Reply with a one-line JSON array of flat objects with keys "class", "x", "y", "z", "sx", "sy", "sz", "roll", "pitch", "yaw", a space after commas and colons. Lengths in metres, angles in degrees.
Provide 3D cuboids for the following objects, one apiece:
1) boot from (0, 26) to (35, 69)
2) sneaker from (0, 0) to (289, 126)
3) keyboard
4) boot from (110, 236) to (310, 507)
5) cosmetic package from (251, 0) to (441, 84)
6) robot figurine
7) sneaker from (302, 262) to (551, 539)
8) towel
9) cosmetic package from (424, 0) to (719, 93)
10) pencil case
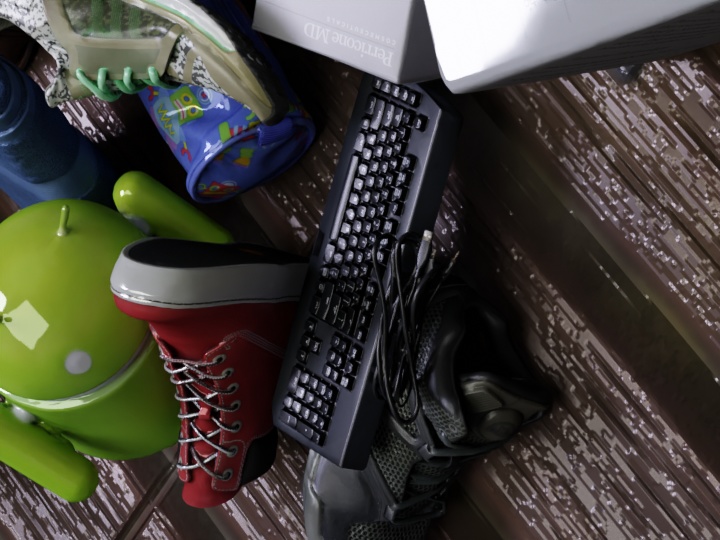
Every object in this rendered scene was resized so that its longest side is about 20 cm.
[{"class": "boot", "x": -0.266, "y": -0.149, "z": 1.530, "sx": 0.186, "sy": 0.200, "sz": 0.064, "roll": -29, "pitch": 77, "yaw": 41}, {"class": "sneaker", "x": -0.126, "y": -0.116, "z": 1.393, "sx": 0.200, "sy": 0.077, "sz": 0.089, "roll": 32, "pitch": 94, "yaw": 20}, {"class": "keyboard", "x": 0.000, "y": 0.000, "z": 1.349, "sx": 0.104, "sy": 0.040, "sz": 0.201, "roll": 25, "pitch": 105, "yaw": 45}, {"class": "boot", "x": -0.083, "y": 0.058, "z": 1.392, "sx": 0.072, "sy": 0.200, "sz": 0.145, "roll": 15, "pitch": 93, "yaw": 20}, {"class": "cosmetic package", "x": 0.020, "y": -0.205, "z": 1.338, "sx": 0.107, "sy": 0.090, "sz": 0.201, "roll": 21, "pitch": 109, "yaw": 34}, {"class": "robot figurine", "x": -0.148, "y": 0.034, "z": 1.460, "sx": 0.115, "sy": 0.200, "sz": 0.176, "roll": 28, "pitch": 79, "yaw": 26}, {"class": "sneaker", "x": 0.034, "y": 0.097, "z": 1.390, "sx": 0.114, "sy": 0.076, "sz": 0.200, "roll": 24, "pitch": 108, "yaw": 44}, {"class": "towel", "x": -0.188, "y": -0.074, "z": 1.494, "sx": 0.111, "sy": 0.200, "sz": 0.049, "roll": 32, "pitch": 80, "yaw": 31}, {"class": "cosmetic package", "x": 0.140, "y": -0.189, "z": 1.177, "sx": 0.200, "sy": 0.166, "sz": 0.168, "roll": -17, "pitch": 86, "yaw": 42}, {"class": "pencil case", "x": -0.099, "y": -0.139, "z": 1.463, "sx": 0.201, "sy": 0.078, "sz": 0.087, "roll": 62, "pitch": 147, "yaw": 13}]
